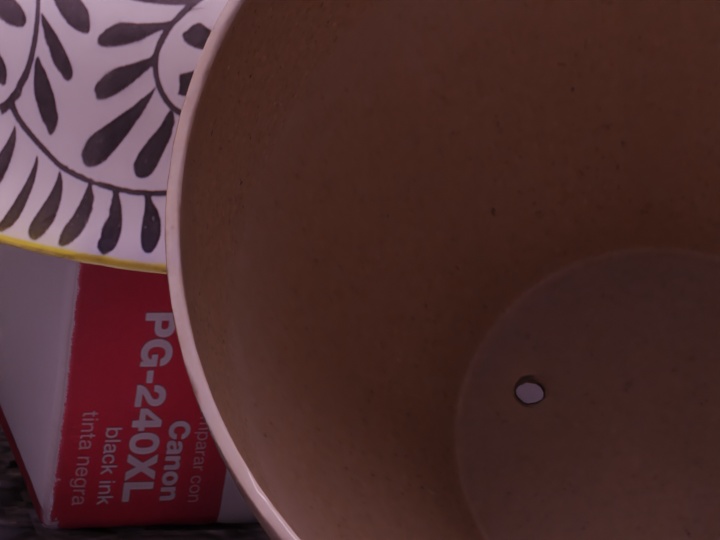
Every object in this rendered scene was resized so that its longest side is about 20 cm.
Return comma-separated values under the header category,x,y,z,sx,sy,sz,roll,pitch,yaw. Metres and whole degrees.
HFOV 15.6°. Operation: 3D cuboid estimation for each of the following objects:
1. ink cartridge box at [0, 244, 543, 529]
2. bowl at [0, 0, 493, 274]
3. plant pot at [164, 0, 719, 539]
category,x,y,z,sx,sy,sz,roll,pitch,yaw
ink cartridge box,0.000,0.000,0.715,0.199,0.084,0.145,1,23,-20
bowl,-0.041,-0.080,0.660,0.199,0.095,0.201,6,22,-2
plant pot,0.065,0.015,0.546,0.199,0.202,0.135,5,-23,4
